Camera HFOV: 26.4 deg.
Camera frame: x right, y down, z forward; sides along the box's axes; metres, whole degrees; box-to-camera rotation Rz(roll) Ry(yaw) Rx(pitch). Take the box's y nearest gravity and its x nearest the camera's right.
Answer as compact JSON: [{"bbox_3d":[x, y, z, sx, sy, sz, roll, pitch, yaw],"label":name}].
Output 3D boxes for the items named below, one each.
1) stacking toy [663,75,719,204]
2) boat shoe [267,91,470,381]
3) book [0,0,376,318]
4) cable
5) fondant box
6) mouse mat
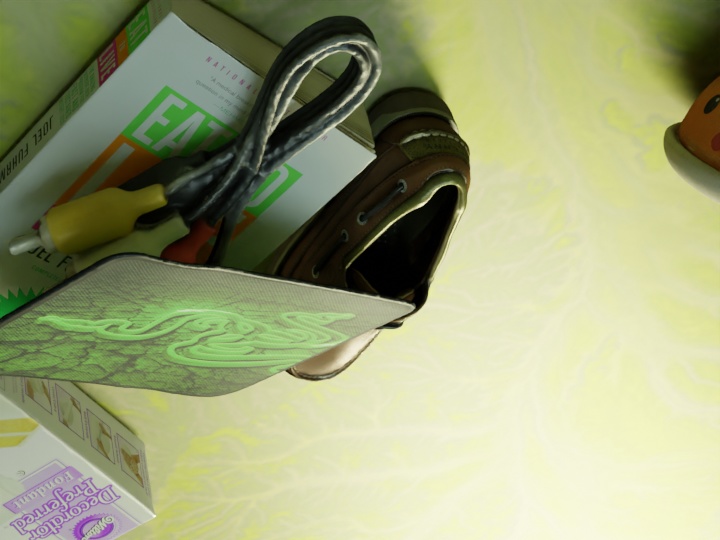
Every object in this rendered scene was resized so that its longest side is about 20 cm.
[{"bbox_3d":[0.252,-0.121,0.783,0.145,0.146,0.201,6,113,-26],"label":"stacking toy"},{"bbox_3d":[0.000,0.000,0.829,0.071,0.068,0.201,2,134,-24],"label":"boat shoe"},{"bbox_3d":[-0.108,-0.039,0.772,0.133,0.048,0.200,29,121,-35],"label":"book"},{"bbox_3d":[-0.062,-0.035,0.718,0.199,0.051,0.097,-29,134,19],"label":"cable"},{"bbox_3d":[-0.229,0.107,0.863,0.144,0.058,0.200,-29,138,11],"label":"fondant box"},{"bbox_3d":[-0.089,0.032,0.768,0.160,0.008,0.199,-27,156,38],"label":"mouse mat"}]
